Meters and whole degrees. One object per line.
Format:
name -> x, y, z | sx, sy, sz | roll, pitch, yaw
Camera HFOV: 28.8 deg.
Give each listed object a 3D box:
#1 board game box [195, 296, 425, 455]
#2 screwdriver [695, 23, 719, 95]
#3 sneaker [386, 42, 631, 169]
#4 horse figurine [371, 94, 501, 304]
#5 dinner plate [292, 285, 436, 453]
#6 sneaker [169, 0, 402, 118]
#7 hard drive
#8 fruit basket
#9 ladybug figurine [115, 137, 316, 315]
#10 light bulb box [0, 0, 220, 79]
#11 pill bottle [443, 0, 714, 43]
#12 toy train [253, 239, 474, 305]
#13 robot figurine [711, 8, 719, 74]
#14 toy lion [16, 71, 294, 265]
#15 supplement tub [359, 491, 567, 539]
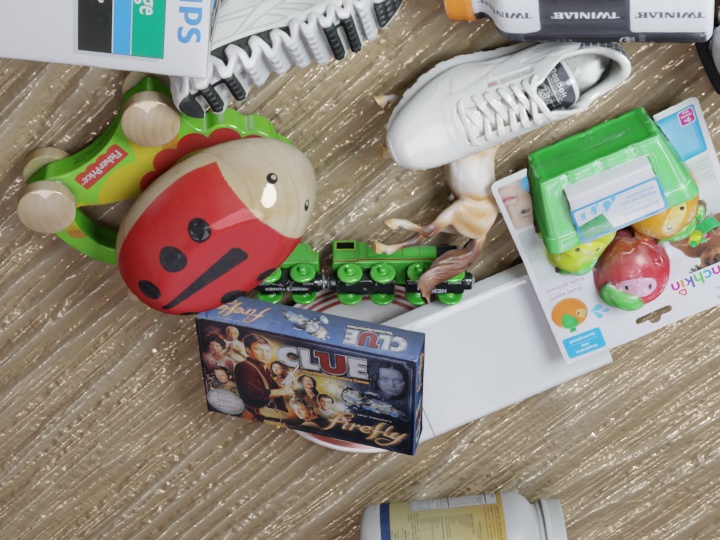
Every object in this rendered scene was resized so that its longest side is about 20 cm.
board game box -> -0.043, 0.092, 1.250 | 0.199, 0.035, 0.136 | 11, 137, 11
screwdriver -> 0.267, -0.222, 1.107 | 0.029, 0.028, 0.200 | 1, 133, 33
sneaker -> 0.114, -0.135, 1.101 | 0.200, 0.081, 0.077 | -27, 114, -4
horse figurine -> 0.076, -0.076, 1.177 | 0.132, 0.050, 0.201 | -8, 111, -19
dinner plate -> 0.006, 0.089, 1.316 | 0.199, 0.024, 0.201 | -1, 124, -2
sneaker -> -0.064, -0.194, 1.096 | 0.199, 0.081, 0.075 | -23, 162, -4
hard drive -> 0.121, 0.069, 1.282 | 0.199, 0.027, 0.132 | -23, 122, 1
fruit basket -> 0.228, -0.025, 1.189 | 0.185, 0.094, 0.200 | -22, 113, 7
ladybug figurine -> -0.119, -0.026, 1.154 | 0.200, 0.072, 0.136 | -39, 131, 24
light bulb box -> -0.192, -0.242, 0.983 | 0.199, 0.198, 0.125 | 6, 126, -4
pill bottle -> 0.163, -0.223, 1.048 | 0.199, 0.106, 0.107 | 2, 125, 14
toy train -> 0.000, 0.000, 1.236 | 0.199, 0.057, 0.042 | 0, 136, -1
robot figurine -> 0.330, -0.204, 1.042 | 0.113, 0.170, 0.201 | 17, 88, 11
toy lion -> -0.159, -0.070, 1.189 | 0.200, 0.069, 0.192 | -36, 125, 21
supplement tub -> 0.104, 0.295, 1.384 | 0.199, 0.145, 0.145 | -5, 124, 2
